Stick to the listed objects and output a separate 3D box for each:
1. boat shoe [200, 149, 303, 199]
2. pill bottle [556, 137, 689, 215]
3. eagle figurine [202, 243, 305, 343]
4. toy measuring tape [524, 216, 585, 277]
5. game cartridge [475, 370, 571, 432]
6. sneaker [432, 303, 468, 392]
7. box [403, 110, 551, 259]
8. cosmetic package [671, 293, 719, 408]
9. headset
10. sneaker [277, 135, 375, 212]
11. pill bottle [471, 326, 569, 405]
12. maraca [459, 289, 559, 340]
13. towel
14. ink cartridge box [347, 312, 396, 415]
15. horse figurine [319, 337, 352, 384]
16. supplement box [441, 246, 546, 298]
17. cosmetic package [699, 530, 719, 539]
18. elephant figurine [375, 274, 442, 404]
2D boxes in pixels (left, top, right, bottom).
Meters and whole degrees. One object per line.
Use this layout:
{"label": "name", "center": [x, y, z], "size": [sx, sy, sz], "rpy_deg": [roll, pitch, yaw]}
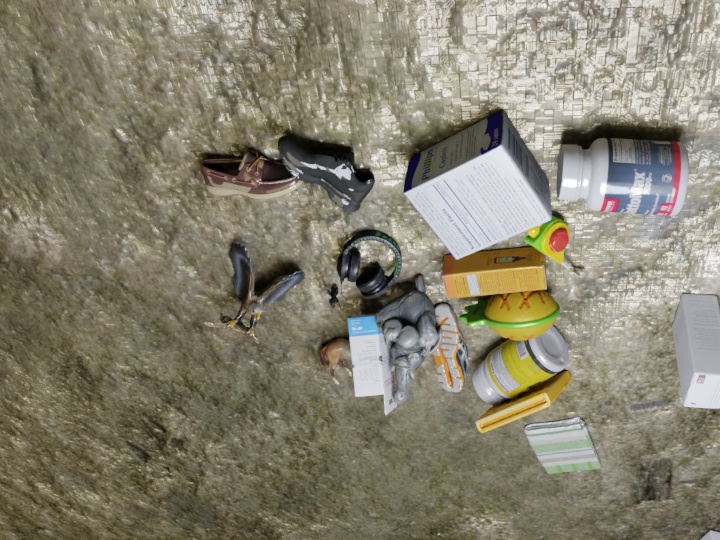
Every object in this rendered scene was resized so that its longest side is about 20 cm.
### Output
{"label": "boat shoe", "center": [-0.201, -0.181, 1.501], "size": [0.195, 0.073, 0.073], "rpy_deg": [3, 137, 17]}
{"label": "pill bottle", "center": [0.430, -0.157, 1.360], "size": [0.195, 0.121, 0.121], "rpy_deg": [4, 136, 8]}
{"label": "eagle figurine", "center": [-0.217, 0.048, 1.714], "size": [0.150, 0.150, 0.203], "rpy_deg": [2, 117, -52]}
{"label": "toy measuring tape", "center": [0.374, -0.051, 1.527], "size": [0.073, 0.075, 0.198], "rpy_deg": [-30, 139, 34]}
{"label": "game cartridge", "center": [0.356, 0.282, 1.768], "size": [0.174, 0.199, 0.033], "rpy_deg": [-29, 82, 28]}
{"label": "sneaker", "center": [0.192, 0.158, 1.759], "size": [0.077, 0.077, 0.204], "rpy_deg": [7, 120, 31]}
{"label": "box", "center": [0.205, -0.144, 1.428], "size": [0.197, 0.106, 0.184], "rpy_deg": [-23, 127, 29]}
{"label": "cosmetic package", "center": [0.648, 0.151, 1.562], "size": [0.072, 0.203, 0.103], "rpy_deg": [3, 137, 8]}
{"label": "headset", "center": [0.000, 0.000, 1.655], "size": [0.122, 0.095, 0.200], "rpy_deg": [34, 116, -17]}
{"label": "sneaker", "center": [-0.059, -0.191, 1.470], "size": [0.198, 0.077, 0.091], "rpy_deg": [30, 124, -27]}
{"label": "pill bottle", "center": [0.335, 0.201, 1.739], "size": [0.113, 0.116, 0.200], "rpy_deg": [31, 133, -19]}
{"label": "maraca", "center": [0.295, 0.083, 1.622], "size": [0.196, 0.137, 0.109], "rpy_deg": [-3, 107, 23]}
{"label": "towel", "center": [0.496, 0.430, 2.002], "size": [0.146, 0.031, 0.201], "rpy_deg": [-11, 134, 25]}
{"label": "ink cartridge box", "center": [0.026, 0.194, 1.719], "size": [0.066, 0.116, 0.205], "rpy_deg": [-6, 89, 16]}
{"label": "horse figurine", "center": [-0.018, 0.192, 1.843], "size": [0.196, 0.050, 0.135], "rpy_deg": [-5, 121, 25]}
{"label": "supplement box", "center": [0.261, 0.004, 1.589], "size": [0.196, 0.067, 0.070], "rpy_deg": [-7, 128, 19]}
{"label": "cosmetic package", "center": [0.995, 0.821, 2.216], "size": [0.195, 0.125, 0.202], "rpy_deg": [15, 137, -3]}
{"label": "elephant figurine", "center": [0.101, 0.147, 1.689], "size": [0.153, 0.143, 0.202], "rpy_deg": [-25, 142, -10]}
